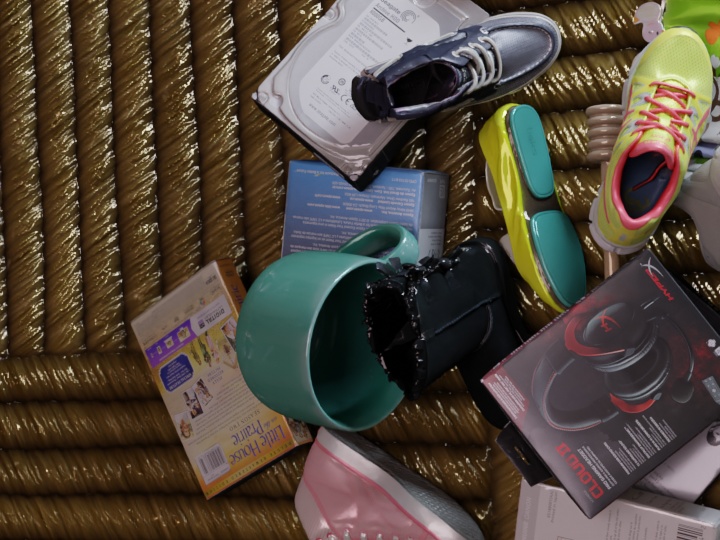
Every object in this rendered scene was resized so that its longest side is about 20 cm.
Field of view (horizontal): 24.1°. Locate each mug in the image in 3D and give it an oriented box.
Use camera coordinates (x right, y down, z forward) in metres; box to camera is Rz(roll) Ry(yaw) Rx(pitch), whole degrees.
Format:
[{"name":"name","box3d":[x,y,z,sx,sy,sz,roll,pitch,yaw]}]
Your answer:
[{"name":"mug","box3d":[-0.026,0.053,1.503,0.114,0.185,0.152,8,115,40]}]

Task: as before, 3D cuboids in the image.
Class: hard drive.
[{"name":"hard drive","box3d":[0.014,-0.190,1.562,0.140,0.038,0.200,41,85,21]}]

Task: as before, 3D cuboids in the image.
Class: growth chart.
[{"name":"growth chart","box3d":[0.305,-0.165,1.469,0.144,0.018,0.201,-1,89,27]}]

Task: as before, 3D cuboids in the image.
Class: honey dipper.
[{"name":"honey dipper","box3d":[0.218,-0.044,1.482,0.038,0.038,0.201,-3,83,26]}]

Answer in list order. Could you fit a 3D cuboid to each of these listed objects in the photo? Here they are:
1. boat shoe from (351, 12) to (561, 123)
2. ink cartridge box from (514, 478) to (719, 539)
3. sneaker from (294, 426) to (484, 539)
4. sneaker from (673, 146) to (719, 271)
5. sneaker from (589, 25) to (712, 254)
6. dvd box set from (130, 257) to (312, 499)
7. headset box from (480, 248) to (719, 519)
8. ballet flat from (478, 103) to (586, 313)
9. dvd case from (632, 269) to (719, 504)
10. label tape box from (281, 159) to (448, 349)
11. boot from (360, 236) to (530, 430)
[{"name":"boat shoe","box3d":[0.096,-0.175,1.481,0.200,0.093,0.075,-22,102,-10]},{"name":"ink cartridge box","box3d":[0.219,0.289,1.482,0.176,0.045,0.201,12,104,24]},{"name":"sneaker","box3d":[0.019,0.236,1.579,0.200,0.075,0.105,33,100,30]},{"name":"sneaker","box3d":[0.343,-0.010,1.432,0.092,0.076,0.200,-37,82,50]},{"name":"sneaker","box3d":[0.252,-0.111,1.417,0.078,0.090,0.200,16,86,3]},{"name":"dvd box set","box3d":[-0.139,0.108,1.664,0.146,0.029,0.200,-35,75,38]},{"name":"headset box","box3d":[0.206,0.101,1.416,0.200,0.075,0.149,-38,85,2]},{"name":"ballet flat","box3d":[0.151,-0.051,1.527,0.067,0.067,0.201,-24,76,46]},{"name":"dvd case","box3d":[0.265,0.123,1.486,0.150,0.025,0.200,43,109,19]},{"name":"label tape box","box3d":[0.000,0.000,1.595,0.143,0.066,0.201,7,96,26]},{"name":"boot","box3d":[0.083,0.071,1.482,0.073,0.162,0.199,-9,100,37]}]
